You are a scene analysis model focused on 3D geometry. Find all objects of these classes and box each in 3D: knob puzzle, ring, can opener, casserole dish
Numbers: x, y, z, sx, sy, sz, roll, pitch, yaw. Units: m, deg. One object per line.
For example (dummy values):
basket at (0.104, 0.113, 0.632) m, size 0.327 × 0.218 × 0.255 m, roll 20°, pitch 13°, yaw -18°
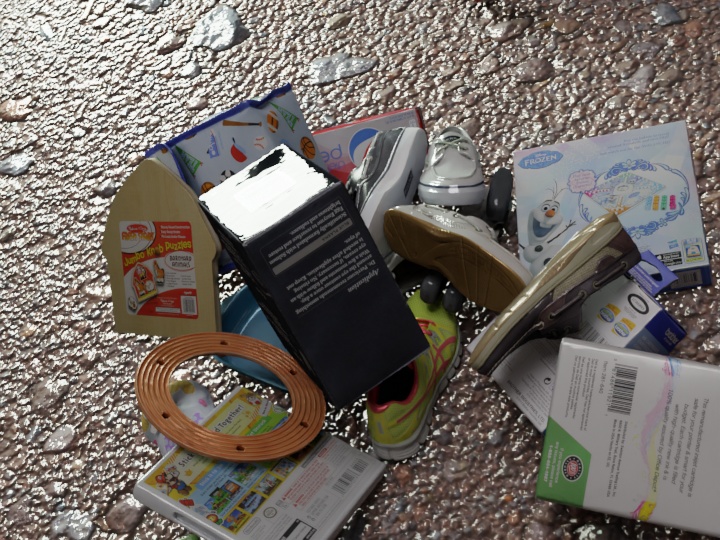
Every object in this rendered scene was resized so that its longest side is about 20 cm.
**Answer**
knob puzzle at (-0.222, -0.027, 1.586) m, size 0.218 × 0.223 × 0.030 m, roll 27°, pitch 25°, yaw 35°
ring at (-0.133, 0.130, 1.421) m, size 0.197 × 0.019 × 0.201 m, roll 12°, pitch 33°, yaw -8°
can opener at (0.120, -0.041, 1.515) m, size 0.053 × 0.067 × 0.201 m, roll 21°, pitch 43°, yaw 10°
casserole dish at (-0.078, 0.080, 1.540) m, size 0.198 × 0.039 × 0.122 m, roll 17°, pitch 62°, yaw 32°

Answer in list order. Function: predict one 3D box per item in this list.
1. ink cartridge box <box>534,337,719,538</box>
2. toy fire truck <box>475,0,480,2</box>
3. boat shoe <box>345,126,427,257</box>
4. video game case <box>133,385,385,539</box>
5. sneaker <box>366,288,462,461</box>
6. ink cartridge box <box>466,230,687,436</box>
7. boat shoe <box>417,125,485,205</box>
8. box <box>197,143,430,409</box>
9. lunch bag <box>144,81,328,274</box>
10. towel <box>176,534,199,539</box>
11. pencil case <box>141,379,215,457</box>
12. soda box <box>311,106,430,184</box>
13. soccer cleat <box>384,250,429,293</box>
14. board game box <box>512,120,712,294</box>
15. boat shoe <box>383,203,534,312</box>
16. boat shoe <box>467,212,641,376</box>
ink cartridge box at (0.268, 0.150, 1.259) m, size 0.197 × 0.084 × 0.147 m, roll 10°, pitch 90°, yaw 13°
toy fire truck at (0.189, -0.413, 1.782) m, size 0.175 × 0.129 × 0.201 m, roll -31°, pitch 61°, yaw -6°
boat shoe at (0.016, -0.088, 1.535) m, size 0.067 × 0.072 × 0.201 m, roll 4°, pitch 47°, yaw 21°
video game case at (-0.094, 0.206, 1.363) m, size 0.180 × 0.023 × 0.200 m, roll 26°, pitch 34°, yaw 15°
sneaker at (0.052, 0.091, 1.446) m, size 0.077 × 0.091 × 0.202 m, roll 0°, pitch 52°, yaw 22°
ink cartridge box at (0.224, 0.059, 1.380) m, size 0.200 × 0.076 × 0.137 m, roll -47°, pitch 50°, yaw 7°
boat shoe at (0.097, -0.119, 1.542) m, size 0.072 × 0.068 × 0.200 m, roll -2°, pitch 14°, yaw -2°
box at (-0.050, 0.001, 1.394) m, size 0.117 × 0.202 × 0.197 m, roll -32°, pitch 24°, yaw -8°
lunch bag at (-0.145, -0.093, 1.592) m, size 0.198 × 0.172 × 0.124 m, roll -19°, pitch 6°, yaw 34°
towel at (-0.217, 0.369, 1.377) m, size 0.147 × 0.031 × 0.202 m, roll -16°, pitch 47°, yaw 6°
pencil case at (-0.155, 0.201, 1.439) m, size 0.083 × 0.091 × 0.200 m, roll -35°, pitch 50°, yaw -8°
soda box at (-0.018, -0.137, 1.652) m, size 0.197 × 0.071 × 0.063 m, roll -14°, pitch 7°, yaw 9°
soccer cleat at (0.000, 0.000, 1.551) m, size 0.197 × 0.070 × 0.087 m, roll -11°, pitch 49°, yaw 12°
board game box at (0.268, -0.059, 1.512) m, size 0.197 × 0.044 × 0.201 m, roll -9°, pitch 53°, yaw 14°
boat shoe at (0.112, -0.024, 1.426) m, size 0.069 × 0.072 × 0.199 m, roll -26°, pitch 43°, yaw -35°
boat shoe at (0.186, 0.033, 1.317) m, size 0.065 × 0.072 × 0.200 m, roll 45°, pitch 83°, yaw 0°
